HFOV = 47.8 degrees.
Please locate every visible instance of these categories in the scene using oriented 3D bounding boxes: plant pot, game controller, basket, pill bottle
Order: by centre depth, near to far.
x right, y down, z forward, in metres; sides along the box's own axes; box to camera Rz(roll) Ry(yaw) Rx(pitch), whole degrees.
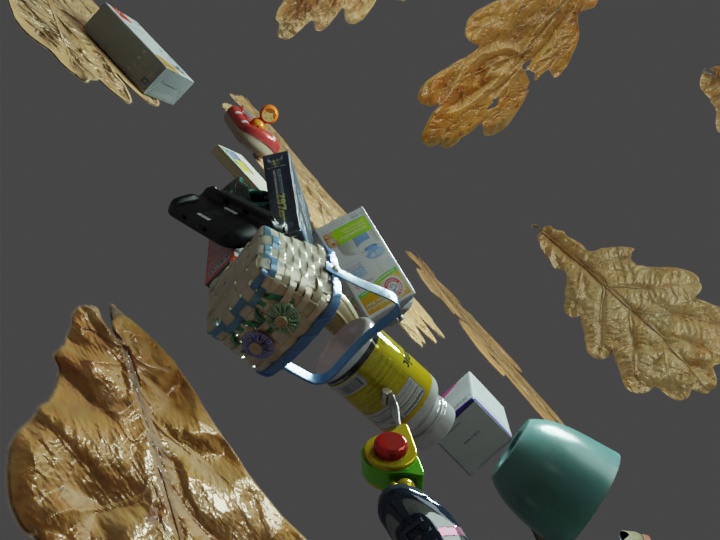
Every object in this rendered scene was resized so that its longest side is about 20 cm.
[{"bbox_3d":[-0.076,0.054,0.989,0.200,0.176,0.139,25,33,-29],"label":"basket"},{"bbox_3d":[-0.192,-0.074,1.158,0.200,0.104,0.042,27,-47,46],"label":"game controller"},{"bbox_3d":[0.041,0.169,1.175,0.200,0.111,0.111,44,9,-18],"label":"pill bottle"},{"bbox_3d":[0.328,0.356,1.422,0.161,0.201,0.201,35,7,9],"label":"plant pot"}]

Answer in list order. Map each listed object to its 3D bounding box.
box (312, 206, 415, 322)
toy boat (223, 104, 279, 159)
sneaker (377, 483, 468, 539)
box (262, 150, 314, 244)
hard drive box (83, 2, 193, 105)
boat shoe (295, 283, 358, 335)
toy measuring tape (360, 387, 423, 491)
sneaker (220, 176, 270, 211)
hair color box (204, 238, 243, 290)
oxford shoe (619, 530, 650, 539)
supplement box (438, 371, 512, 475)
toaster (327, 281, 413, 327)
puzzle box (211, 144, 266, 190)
[{"bbox_3d":[0.000,0.000,1.546,0.200,0.112,0.101,59,-18,10],"label":"box"},{"bbox_3d":[-0.277,-0.397,2.221,0.130,0.131,0.200,36,13,-46],"label":"toy boat"},{"bbox_3d":[0.091,0.315,0.872,0.200,0.070,0.082,46,6,10],"label":"sneaker"},{"bbox_3d":[-0.118,-0.087,1.412,0.200,0.051,0.158,76,2,-64],"label":"box"},{"bbox_3d":[-0.480,-0.467,1.771,0.200,0.077,0.156,46,8,5],"label":"hard drive box"},{"bbox_3d":[-0.079,0.052,1.340,0.200,0.072,0.065,49,43,-20],"label":"boat shoe"},{"bbox_3d":[0.027,0.215,1.021,0.074,0.074,0.200,41,13,-27],"label":"toy measuring tape"},{"bbox_3d":[-0.179,-0.094,1.415,0.078,0.091,0.200,48,8,34],"label":"sneaker"},{"bbox_3d":[-0.161,-0.001,1.172,0.111,0.064,0.200,42,10,-21],"label":"hair color box"},{"bbox_3d":[0.649,0.676,1.918,0.075,0.071,0.200,20,7,8],"label":"oxford shoe"},{"bbox_3d":[0.198,0.271,1.472,0.103,0.101,0.200,45,9,-2],"label":"supplement box"},{"bbox_3d":[0.013,0.032,1.676,0.200,0.114,0.129,49,11,7],"label":"toaster"},{"bbox_3d":[-0.238,-0.194,1.820,0.200,0.025,0.133,47,9,12],"label":"puzzle box"}]
